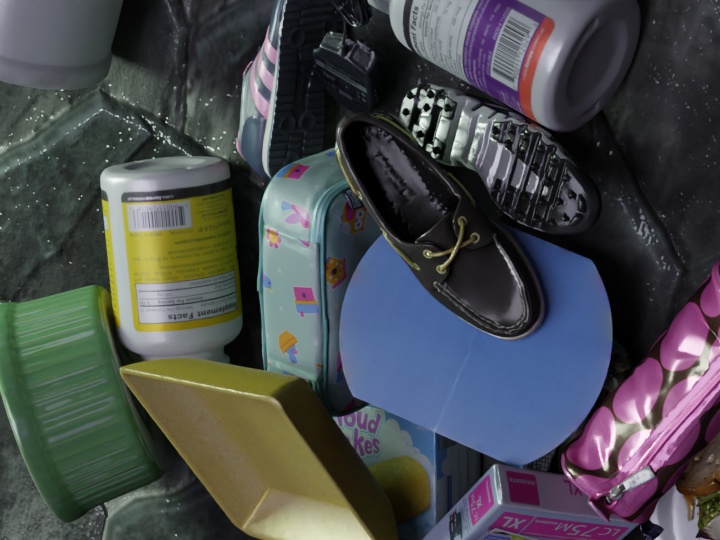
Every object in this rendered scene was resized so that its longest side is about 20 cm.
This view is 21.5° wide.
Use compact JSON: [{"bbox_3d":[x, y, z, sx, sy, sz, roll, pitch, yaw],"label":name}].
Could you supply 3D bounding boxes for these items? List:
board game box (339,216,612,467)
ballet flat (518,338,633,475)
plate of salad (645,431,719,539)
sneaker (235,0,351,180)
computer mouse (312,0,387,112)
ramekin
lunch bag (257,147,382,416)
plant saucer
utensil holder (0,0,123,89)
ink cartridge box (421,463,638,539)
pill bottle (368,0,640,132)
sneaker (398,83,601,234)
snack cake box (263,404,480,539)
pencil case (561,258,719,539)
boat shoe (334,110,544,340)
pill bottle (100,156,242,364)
[{"bbox_3d":[0.087,0.045,1.386,0.199,0.039,0.159,22,90,13],"label":"board game box"},{"bbox_3d":[0.156,0.136,1.420,0.072,0.072,0.201,32,120,29],"label":"ballet flat"},{"bbox_3d":[0.282,0.189,1.345,0.199,0.048,0.201,10,107,36],"label":"plate of salad"},{"bbox_3d":[-0.064,-0.173,1.525,0.082,0.070,0.201,30,112,47],"label":"sneaker"},{"bbox_3d":[-0.007,-0.182,1.433,0.059,0.034,0.200,33,161,17],"label":"computer mouse"},{"bbox_3d":[-0.241,0.110,1.656,0.097,0.200,0.201,-19,88,0],"label":"ramekin"},{"bbox_3d":[0.000,0.000,1.459,0.077,0.160,0.201,19,118,39],"label":"lunch bag"},{"bbox_3d":[-0.067,0.140,1.472,0.199,0.048,0.200,8,139,48],"label":"plant saucer"},{"bbox_3d":[-0.270,-0.279,1.603,0.170,0.170,0.201,33,117,28],"label":"utensil holder"},{"bbox_3d":[0.109,0.213,1.426,0.200,0.119,0.042,129,144,-48],"label":"ink cartridge box"},{"bbox_3d":[0.092,-0.190,1.364,0.200,0.111,0.112,34,120,28],"label":"pill bottle"},{"bbox_3d":[0.119,-0.084,1.377,0.200,0.090,0.067,35,117,45],"label":"sneaker"},{"bbox_3d":[0.000,0.150,1.551,0.199,0.067,0.116,9,108,37],"label":"snack cake box"},{"bbox_3d":[0.225,0.085,1.314,0.091,0.094,0.200,38,111,10],"label":"pencil case"},{"bbox_3d":[0.052,-0.030,1.342,0.072,0.061,0.201,-42,82,9],"label":"boat shoe"},{"bbox_3d":[-0.158,0.008,1.615,0.111,0.111,0.201,5,103,38],"label":"pill bottle"}]
